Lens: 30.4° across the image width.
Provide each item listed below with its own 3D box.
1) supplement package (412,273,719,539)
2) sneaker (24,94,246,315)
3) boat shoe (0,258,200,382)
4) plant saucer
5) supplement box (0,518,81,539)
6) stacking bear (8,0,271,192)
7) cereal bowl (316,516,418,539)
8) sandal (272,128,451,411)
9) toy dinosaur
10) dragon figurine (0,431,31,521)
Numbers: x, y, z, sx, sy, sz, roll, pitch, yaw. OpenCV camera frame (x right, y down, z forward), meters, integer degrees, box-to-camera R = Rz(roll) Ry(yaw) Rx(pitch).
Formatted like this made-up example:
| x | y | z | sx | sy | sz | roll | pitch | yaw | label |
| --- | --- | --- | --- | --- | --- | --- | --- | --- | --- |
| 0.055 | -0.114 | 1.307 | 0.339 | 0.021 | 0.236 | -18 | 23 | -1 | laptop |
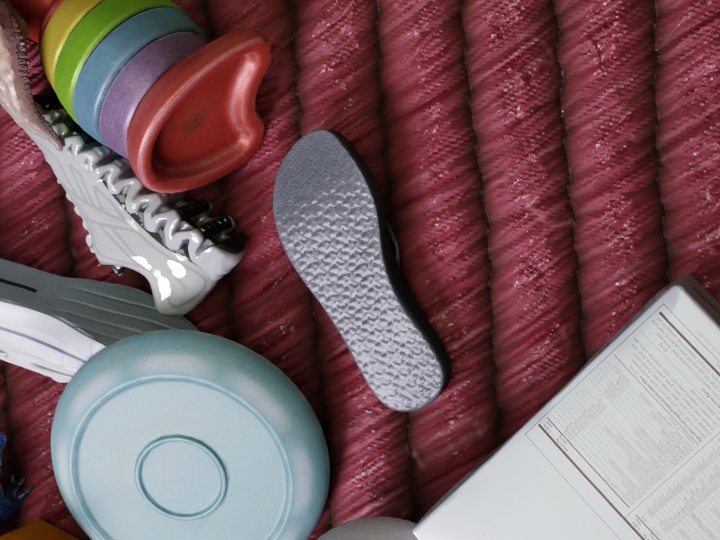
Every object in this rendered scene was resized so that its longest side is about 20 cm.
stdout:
| x | y | z | sx | sy | sz | roll | pitch | yaw | label |
| --- | --- | --- | --- | --- | --- | --- | --- | --- | --- |
| 0.167 | 0.123 | 0.779 | 0.200 | 0.191 | 0.147 | -45 | 80 | 12 | supplement package |
| -0.176 | -0.049 | 0.936 | 0.200 | 0.075 | 0.081 | 42 | 113 | 13 | sneaker |
| -0.205 | 0.047 | 0.954 | 0.199 | 0.074 | 0.067 | 21 | 127 | 11 | boat shoe |
| -0.121 | 0.138 | 0.910 | 0.199 | 0.027 | 0.201 | 2 | 111 | 6 | plant saucer |
| -0.264 | 0.291 | 0.939 | 0.073 | 0.126 | 0.201 | 23 | 97 | 13 | supplement box |
| -0.169 | -0.155 | 0.908 | 0.114 | 0.122 | 0.200 | -34 | 65 | -29 | stacking bear |
| 0.050 | 0.233 | 0.839 | 0.200 | 0.200 | 0.083 | 46 | 59 | 10 | cereal bowl |
| 0.000 | 0.001 | 0.905 | 0.076 | 0.043 | 0.201 | -20 | 96 | 22 | sandal |
| -0.263 | -0.171 | 0.878 | 0.200 | 0.086 | 0.136 | 43 | 104 | 10 | toy dinosaur |
| -0.295 | 0.198 | 0.958 | 0.059 | 0.099 | 0.201 | 23 | 98 | 14 | dragon figurine |
